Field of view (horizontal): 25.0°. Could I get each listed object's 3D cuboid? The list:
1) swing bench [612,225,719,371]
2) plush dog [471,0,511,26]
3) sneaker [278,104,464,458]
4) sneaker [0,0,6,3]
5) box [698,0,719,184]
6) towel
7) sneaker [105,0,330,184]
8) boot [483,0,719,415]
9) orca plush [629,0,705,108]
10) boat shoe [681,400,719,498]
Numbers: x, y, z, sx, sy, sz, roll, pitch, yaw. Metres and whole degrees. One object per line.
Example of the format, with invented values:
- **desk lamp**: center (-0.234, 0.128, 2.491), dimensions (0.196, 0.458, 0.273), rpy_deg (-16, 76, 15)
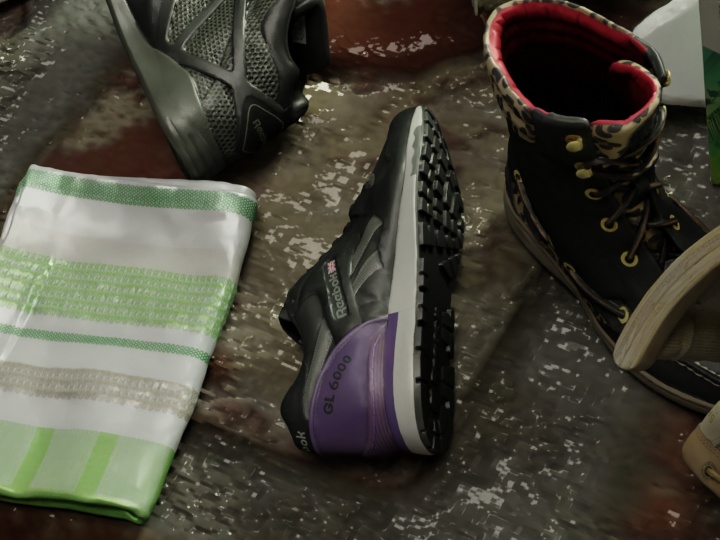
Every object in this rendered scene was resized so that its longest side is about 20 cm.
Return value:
- **swing bench**: center (0.238, 0.049, 0.610), dimensions (0.200, 0.199, 0.130), rpy_deg (49, 117, 29)
- **plush dog**: center (0.129, -0.212, 0.897), dimensions (0.172, 0.200, 0.161), rpy_deg (-24, 85, 10)
- **sneaker**: center (0.000, 0.000, 0.823), dimensions (0.087, 0.076, 0.200), rpy_deg (-6, 54, 18)
- **sneaker**: center (-0.266, -0.209, 1.046), dimensions (0.200, 0.070, 0.080), rpy_deg (-8, 56, 9)
- **box**: center (0.260, -0.077, 0.760), dimensions (0.200, 0.144, 0.036), rpy_deg (15, 59, 25)
- **towel**: center (-0.148, 0.032, 0.865), dimensions (0.149, 0.031, 0.200), rpy_deg (4, 57, 19)
- **sneaker**: center (-0.087, -0.149, 0.952), dimensions (0.114, 0.076, 0.200), rpy_deg (-26, 56, -6)
- **boot**: center (0.129, -0.029, 0.756), dimensions (0.073, 0.151, 0.200), rpy_deg (-33, 54, -9)
- **orca plush**: center (0.233, -0.145, 0.860), dimensions (0.200, 0.105, 0.071), rpy_deg (-33, 9, 19)
- **boat shoe**: center (0.217, 0.129, 0.681), dimensions (0.065, 0.071, 0.200), rpy_deg (-51, 56, 21)
